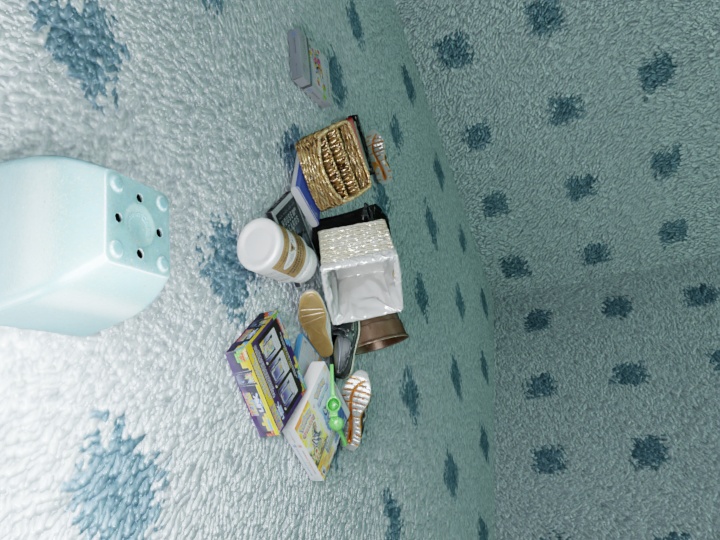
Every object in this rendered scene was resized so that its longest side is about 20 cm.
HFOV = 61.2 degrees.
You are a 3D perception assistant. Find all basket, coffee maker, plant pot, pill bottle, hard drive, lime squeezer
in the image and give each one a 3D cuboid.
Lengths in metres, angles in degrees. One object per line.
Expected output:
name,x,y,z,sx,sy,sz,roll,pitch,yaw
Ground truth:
basket,0.000,0.000,1.536,0.163,0.193,0.202,-100,180,-46
coffee maker,-0.034,-0.107,1.661,0.194,0.194,0.138,57,28,-43
plant pot,0.019,0.116,1.716,0.199,0.195,0.204,17,57,-66
pill bottle,-0.179,-0.035,1.369,0.199,0.111,0.118,28,53,-63
plant pot,-0.360,-0.038,0.795,0.195,0.195,0.203,25,56,-63
basket,-0.071,-0.279,1.629,0.143,0.145,0.205,-64,135,-67
hard drive,-0.142,-0.234,1.653,0.203,0.025,0.133,-88,156,-47
lime squeezer,-0.054,0.330,1.442,0.070,0.037,0.207,-25,106,-63

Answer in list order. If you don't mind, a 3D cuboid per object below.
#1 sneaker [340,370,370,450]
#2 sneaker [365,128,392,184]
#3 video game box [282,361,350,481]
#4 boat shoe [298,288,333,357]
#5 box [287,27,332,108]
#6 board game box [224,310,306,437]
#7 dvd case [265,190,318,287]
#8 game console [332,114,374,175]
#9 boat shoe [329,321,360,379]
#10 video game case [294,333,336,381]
sneaker,-0.014,0.360,1.597,0.077,0.076,0.207,-13,115,-77
sneaker,0.065,-0.424,2.260,0.078,0.076,0.205,-82,158,-69
video game box,-0.101,0.351,1.434,0.185,0.046,0.202,64,33,-31
boat shoe,-0.111,0.122,1.530,0.070,0.068,0.205,-89,171,-56
box,-0.149,-0.605,1.835,0.199,0.040,0.161,27,55,-65
board game box,-0.194,0.215,1.286,0.166,0.055,0.205,-52,128,-60
dvd case,-0.169,-0.081,1.541,0.151,0.024,0.205,-62,136,-60
game console,-0.037,-0.408,2.053,0.172,0.116,0.205,-136,-152,-72
boat shoe,-0.049,0.182,1.598,0.066,0.072,0.206,21,77,-63
video game case,-0.116,0.274,1.505,0.146,0.017,0.202,-82,152,-42
